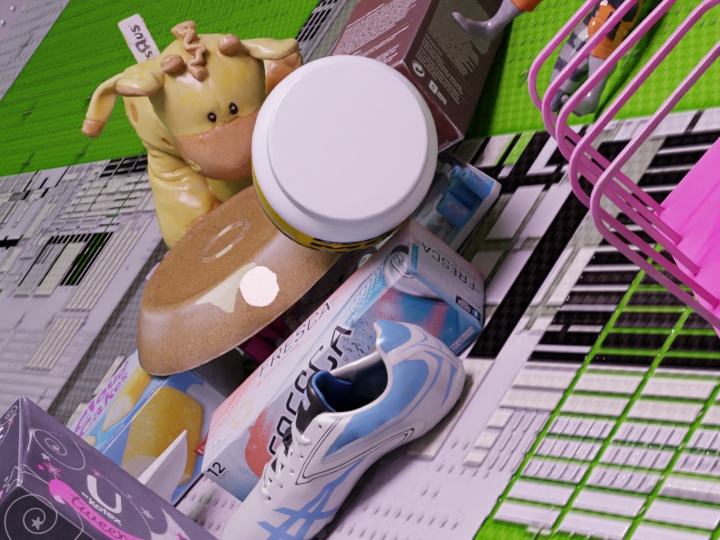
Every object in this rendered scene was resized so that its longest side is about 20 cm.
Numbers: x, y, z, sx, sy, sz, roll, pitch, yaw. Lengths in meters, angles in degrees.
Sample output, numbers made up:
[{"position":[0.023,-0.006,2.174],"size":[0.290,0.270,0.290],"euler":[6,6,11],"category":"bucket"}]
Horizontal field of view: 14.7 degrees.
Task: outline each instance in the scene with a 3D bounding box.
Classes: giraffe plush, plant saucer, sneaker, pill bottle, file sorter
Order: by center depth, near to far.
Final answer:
[{"position":[0.174,-0.074,1.389],"size":[0.139,0.125,0.200],"euler":[-49,18,12],"category":"file sorter"},{"position":[-0.022,0.102,1.647],"size":[0.200,0.072,0.072],"euler":[-46,19,26],"category":"sneaker"},{"position":[-0.011,-0.071,1.710],"size":[0.115,0.114,0.200],"euler":[-54,0,-3],"category":"pill bottle"},{"position":[-0.083,-0.009,1.915],"size":[0.200,0.035,0.200],"euler":[-33,20,14],"category":"plant saucer"},{"position":[-0.102,-0.117,2.008],"size":[0.173,0.200,0.162],"euler":[-45,3,-11],"category":"giraffe plush"}]

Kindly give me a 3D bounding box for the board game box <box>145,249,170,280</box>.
[{"position":[-0.114,-0.014,2.153],"size":[0.200,0.039,0.158],"euler":[-49,18,14],"category":"board game box"}]

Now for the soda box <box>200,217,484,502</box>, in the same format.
[{"position":[-0.012,0.064,1.706],"size":[0.200,0.063,0.069],"euler":[-45,19,25],"category":"soda box"}]

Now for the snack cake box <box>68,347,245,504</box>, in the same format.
[{"position":[-0.166,0.133,1.961],"size":[0.200,0.067,0.115],"euler":[-49,19,12],"category":"snack cake box"}]

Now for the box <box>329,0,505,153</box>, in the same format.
[{"position":[0.032,-0.139,1.912],"size":[0.100,0.075,0.200],"euler":[-30,21,29],"category":"box"}]

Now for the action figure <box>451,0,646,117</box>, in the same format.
[{"position":[0.149,-0.206,1.758],"size":[0.194,0.105,0.200],"euler":[-48,42,-2],"category":"action figure"}]

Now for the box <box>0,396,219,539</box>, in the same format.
[{"position":[-0.150,0.189,1.588],"size":[0.115,0.200,0.132],"euler":[-49,18,11],"category":"box"}]

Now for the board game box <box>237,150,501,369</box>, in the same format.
[{"position":[0.000,0.000,1.860],"size":[0.200,0.026,0.200],"euler":[-53,17,1],"category":"board game box"}]

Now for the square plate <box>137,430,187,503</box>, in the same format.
[{"position":[-0.190,0.214,1.802],"size":[0.200,0.028,0.198],"euler":[-48,3,28],"category":"square plate"}]
